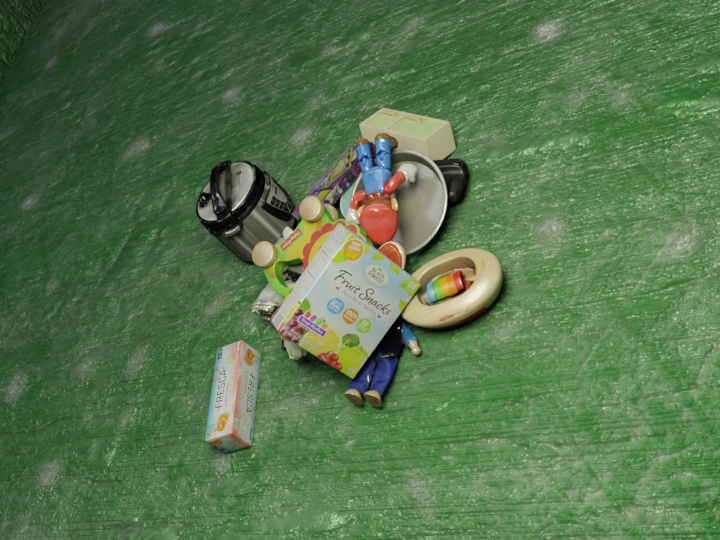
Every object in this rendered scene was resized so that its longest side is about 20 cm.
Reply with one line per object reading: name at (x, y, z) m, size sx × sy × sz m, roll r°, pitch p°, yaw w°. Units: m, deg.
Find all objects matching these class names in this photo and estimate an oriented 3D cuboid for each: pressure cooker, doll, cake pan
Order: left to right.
pressure cooker at (-0.252, -0.131, 1.732) m, size 0.175 × 0.200 × 0.180 m, roll 20°, pitch 71°, yaw 46°
doll at (0.041, 0.136, 1.408) m, size 0.135 × 0.049 × 0.202 m, roll -1°, pitch 55°, yaw 32°
cake pan at (0.074, -0.123, 1.513) m, size 0.198 × 0.037 × 0.203 m, roll -4°, pitch 80°, yaw 27°

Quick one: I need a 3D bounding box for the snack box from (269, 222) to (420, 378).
snack box at (-0.024, 0.052, 1.350) m, size 0.201 × 0.168 × 0.068 m, roll -55°, pitch 29°, yaw 3°

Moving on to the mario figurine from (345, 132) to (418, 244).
mario figurine at (0.037, -0.140, 1.486) m, size 0.123 × 0.105 × 0.203 m, roll -34°, pitch 52°, yaw 55°

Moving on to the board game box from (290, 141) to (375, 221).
board game box at (-0.054, -0.185, 1.701) m, size 0.201 × 0.032 × 0.120 m, roll -52°, pitch 26°, yaw -17°

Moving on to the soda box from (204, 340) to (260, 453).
soda box at (-0.240, 0.238, 1.539) m, size 0.068 × 0.064 × 0.202 m, roll -20°, pitch 47°, yaw 25°

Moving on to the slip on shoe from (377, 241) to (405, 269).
slip on shoe at (0.009, 0.034, 1.437) m, size 0.074 × 0.061 × 0.201 m, roll 43°, pitch 100°, yaw 22°

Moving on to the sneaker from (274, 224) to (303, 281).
sneaker at (-0.101, -0.002, 1.537) m, size 0.079 × 0.074 × 0.200 m, roll -48°, pitch 50°, yaw 1°

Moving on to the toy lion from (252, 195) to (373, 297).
toy lion at (-0.076, -0.019, 1.448) m, size 0.200 × 0.068 × 0.193 m, roll -41°, pitch 59°, yaw 14°

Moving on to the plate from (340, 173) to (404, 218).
plate at (0.054, -0.154, 1.621) m, size 0.198 × 0.026 × 0.202 m, roll -17°, pitch 42°, yaw 16°

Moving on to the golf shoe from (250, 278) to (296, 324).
golf shoe at (-0.121, 0.050, 1.547) m, size 0.198 × 0.078 × 0.098 m, roll 3°, pitch 58°, yaw 37°

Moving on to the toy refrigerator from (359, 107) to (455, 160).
toy refrigerator at (0.093, -0.276, 1.653) m, size 0.076 × 0.071 × 0.199 m, roll -38°, pitch 37°, yaw -25°

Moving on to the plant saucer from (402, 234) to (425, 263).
plant saucer at (0.056, -0.079, 1.585) m, size 0.070 × 0.019 × 0.199 m, roll -50°, pitch 42°, yaw -6°

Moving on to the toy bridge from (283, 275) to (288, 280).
toy bridge at (-0.101, 0.057, 1.595) m, size 0.198 × 0.027 × 0.068 m, roll 12°, pitch 67°, yaw 42°

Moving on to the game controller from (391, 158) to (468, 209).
game controller at (0.108, -0.163, 1.558) m, size 0.198 × 0.042 × 0.106 m, roll -3°, pitch 63°, yaw 27°

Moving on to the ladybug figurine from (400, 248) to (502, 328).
ladybug figurine at (0.154, 0.038, 1.376) m, size 0.198 × 0.072 × 0.137 m, roll -20°, pitch 47°, yaw 25°

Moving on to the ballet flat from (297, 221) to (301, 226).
ballet flat at (-0.087, -0.046, 1.626) m, size 0.070 × 0.068 × 0.199 m, roll -31°, pitch 38°, yaw -26°

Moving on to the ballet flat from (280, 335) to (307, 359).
ballet flat at (-0.114, 0.127, 1.463) m, size 0.071 × 0.070 × 0.200 m, roll -55°, pitch 0°, yaw -11°
